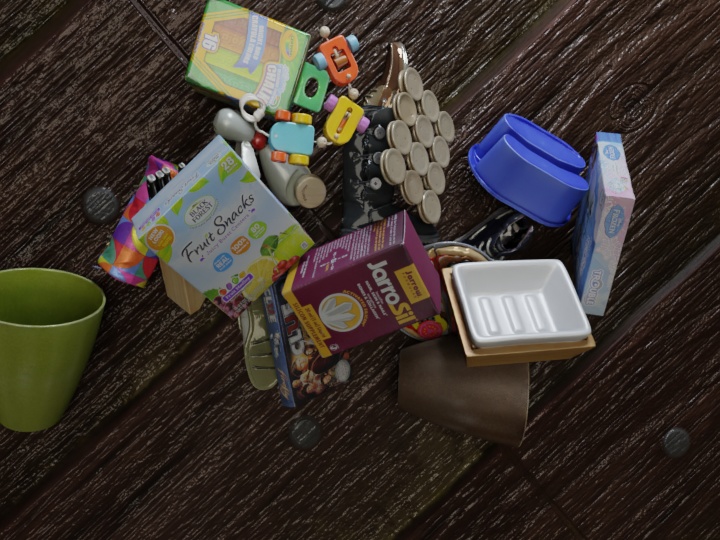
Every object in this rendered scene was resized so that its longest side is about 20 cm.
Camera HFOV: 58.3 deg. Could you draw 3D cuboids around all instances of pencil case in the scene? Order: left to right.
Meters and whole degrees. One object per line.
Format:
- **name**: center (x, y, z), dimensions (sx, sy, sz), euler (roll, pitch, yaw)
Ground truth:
- **pencil case**: center (-0.331, -0.074, 0.992), dimensions (0.087, 0.088, 0.203), euler (30, 92, -10)

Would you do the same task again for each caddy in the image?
- **caddy**: center (0.265, -0.152, 1.028), dimensions (0.197, 0.143, 0.106), euler (27, 131, -9)

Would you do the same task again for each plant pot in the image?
- **plant pot**: center (-0.486, 0.128, 0.964), dimensions (0.183, 0.188, 0.204), euler (11, 110, -8)
- **plant pot**: center (0.159, 0.181, 1.050), dimensions (0.195, 0.187, 0.192), euler (3, 97, 5)

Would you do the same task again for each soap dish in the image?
- **soap dish**: center (0.228, 0.064, 0.962), dimensions (0.195, 0.160, 0.082), euler (-3, 141, -10)

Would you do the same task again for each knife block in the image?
- **knife block**: center (-0.272, -0.049, 0.957), dimensions (0.063, 0.175, 0.203), euler (30, 93, 29)

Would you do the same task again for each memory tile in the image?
- **memory tile**: center (0.088, -0.187, 0.969), dimensions (0.153, 0.017, 0.204), euler (39, 55, -42)

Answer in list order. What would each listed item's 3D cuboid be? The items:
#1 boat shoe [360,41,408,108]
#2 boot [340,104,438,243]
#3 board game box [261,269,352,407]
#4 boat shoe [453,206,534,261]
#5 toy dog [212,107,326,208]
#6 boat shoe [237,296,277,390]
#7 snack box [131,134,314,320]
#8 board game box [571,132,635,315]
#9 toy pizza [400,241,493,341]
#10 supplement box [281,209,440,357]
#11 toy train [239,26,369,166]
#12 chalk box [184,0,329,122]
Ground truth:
- **boat shoe**: center (0.036, -0.259, 1.021), dimensions (0.070, 0.076, 0.205), euler (5, 95, -5)
- **boot**: center (0.049, -0.145, 0.989), dimensions (0.161, 0.066, 0.205), euler (2, 93, -15)
- **board game box**: center (-0.085, 0.097, 1.029), dimensions (0.134, 0.034, 0.205), euler (-19, 102, -44)
- **boat shoe**: center (0.196, -0.030, 1.057), dimensions (0.200, 0.093, 0.075), euler (-44, 100, 0)
- **toy dog**: center (-0.149, -0.149, 0.982), dimensions (0.199, 0.132, 0.097), euler (38, 96, -9)
- **boat shoe**: center (-0.160, 0.086, 1.040), dimensions (0.073, 0.068, 0.205), euler (-4, 97, -19)
- **snack box**: center (-0.187, -0.054, 0.902), dimensions (0.168, 0.068, 0.200), euler (-43, 129, 0)
- **board game box**: center (0.364, -0.074, 0.985), dimensions (0.042, 0.201, 0.204), euler (6, 127, 9)
- **toy pizza**: center (0.136, 0.045, 1.047), dimensions (0.195, 0.032, 0.204), euler (1, 123, 1)
- **supplement box**: center (0.004, 0.022, 0.945), dimensions (0.197, 0.104, 0.132), euler (-23, 116, 18)
- **toy train**: center (-0.071, -0.238, 0.918), dimensions (0.198, 0.056, 0.152), euler (-36, 102, -12)
- **chalk box**: center (-0.144, -0.300, 0.966), dimensions (0.196, 0.124, 0.127), euler (17, 95, -9)
